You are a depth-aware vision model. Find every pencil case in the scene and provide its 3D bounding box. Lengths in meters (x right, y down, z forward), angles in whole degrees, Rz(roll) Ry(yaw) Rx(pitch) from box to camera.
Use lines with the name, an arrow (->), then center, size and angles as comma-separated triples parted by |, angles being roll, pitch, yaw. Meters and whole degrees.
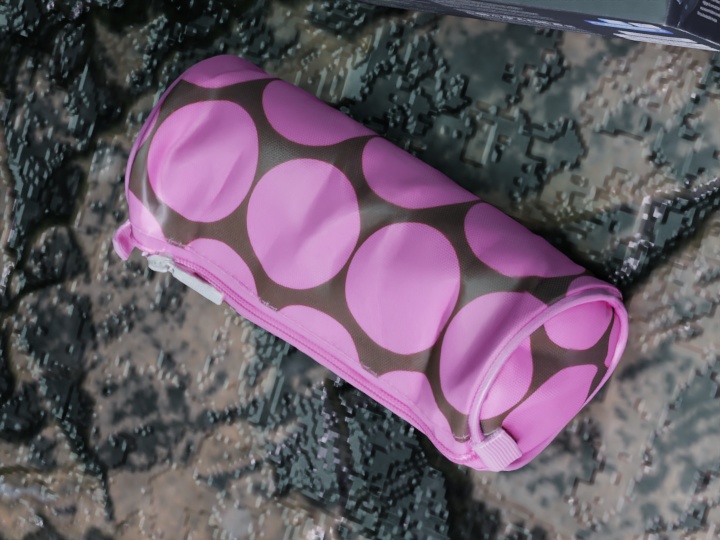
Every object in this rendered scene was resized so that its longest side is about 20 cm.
pencil case -> 0.000, 0.000, 0.805 | 0.200, 0.091, 0.094 | 31, 68, 28

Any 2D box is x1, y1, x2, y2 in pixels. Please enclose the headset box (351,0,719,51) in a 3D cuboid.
headset box -> 0.068, -0.192, 0.769 | 0.173, 0.093, 0.201 | 13, 94, 28
